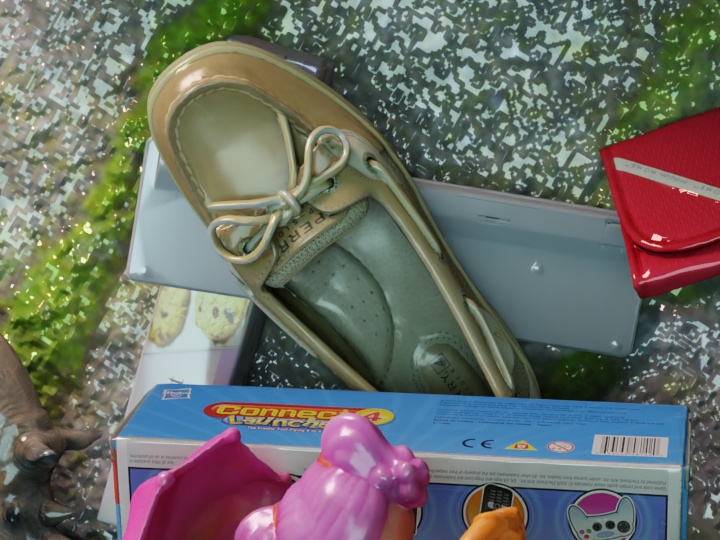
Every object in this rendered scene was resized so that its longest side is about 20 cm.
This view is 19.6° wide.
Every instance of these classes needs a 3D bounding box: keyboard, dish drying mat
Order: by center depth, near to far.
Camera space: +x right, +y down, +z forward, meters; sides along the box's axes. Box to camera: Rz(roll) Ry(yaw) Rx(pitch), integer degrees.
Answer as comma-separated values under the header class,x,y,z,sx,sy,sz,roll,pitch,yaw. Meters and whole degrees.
class,x,y,z,sx,sy,sz,roll,pitch,yaw
dish drying mat,0.187,-0.052,0.756,0.199,0.077,0.018,-20,134,13
keyboard,0.013,-0.008,0.797,0.199,0.011,0.057,9,106,-6

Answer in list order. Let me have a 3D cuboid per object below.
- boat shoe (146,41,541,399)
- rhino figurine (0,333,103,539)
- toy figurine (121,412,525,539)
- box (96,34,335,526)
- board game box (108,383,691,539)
class,x,y,z,sx,sy,sz,roll,pitch,yaw
boat shoe,-0.002,0.002,0.760,0.073,0.063,0.201,-35,106,7
rhino figurine,-0.177,0.050,0.828,0.200,0.060,0.088,37,102,14
toy figurine,0.006,0.120,0.641,0.184,0.150,0.200,47,112,15
box,-0.057,0.008,0.821,0.041,0.039,0.201,18,100,7
board game box,0.017,0.145,0.749,0.199,0.056,0.197,2,109,10
